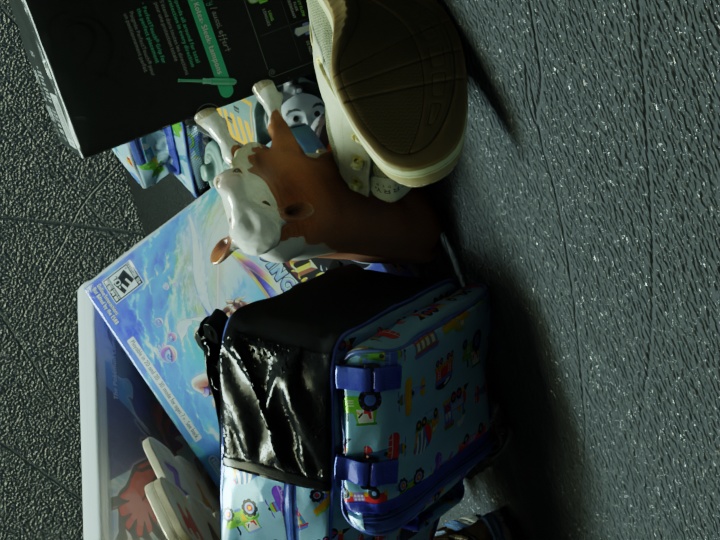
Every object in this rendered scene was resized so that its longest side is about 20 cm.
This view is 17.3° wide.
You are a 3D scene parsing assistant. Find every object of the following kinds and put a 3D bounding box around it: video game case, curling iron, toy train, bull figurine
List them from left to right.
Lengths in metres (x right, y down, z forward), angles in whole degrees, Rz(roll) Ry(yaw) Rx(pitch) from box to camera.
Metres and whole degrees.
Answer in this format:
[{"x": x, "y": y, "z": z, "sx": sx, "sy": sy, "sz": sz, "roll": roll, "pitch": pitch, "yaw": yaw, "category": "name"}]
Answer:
[{"x": -0.112, "y": 0.120, "z": 1.591, "sx": 0.182, "sy": 0.023, "sz": 0.201, "roll": 21, "pitch": -127, "yaw": -40, "category": "video game case"}, {"x": -0.070, "y": -0.102, "z": 1.753, "sx": 0.200, "sy": 0.085, "sz": 0.115, "roll": -145, "pitch": 44, "yaw": -64, "category": "toy train"}, {"x": -0.052, "y": 0.038, "z": 1.526, "sx": 0.200, "sy": 0.181, "sz": 0.045, "roll": 55, "pitch": -165, "yaw": 4, "category": "video game case"}, {"x": -0.032, "y": -0.051, "z": 1.417, "sx": 0.199, "sy": 0.065, "sz": 0.122, "roll": 11, "pitch": -130, "yaw": -48, "category": "bull figurine"}, {"x": 0.043, "y": 0.098, "z": 1.556, "sx": 0.026, "sy": 0.050, "sz": 0.200, "roll": 39, "pitch": 170, "yaw": -23, "category": "curling iron"}]

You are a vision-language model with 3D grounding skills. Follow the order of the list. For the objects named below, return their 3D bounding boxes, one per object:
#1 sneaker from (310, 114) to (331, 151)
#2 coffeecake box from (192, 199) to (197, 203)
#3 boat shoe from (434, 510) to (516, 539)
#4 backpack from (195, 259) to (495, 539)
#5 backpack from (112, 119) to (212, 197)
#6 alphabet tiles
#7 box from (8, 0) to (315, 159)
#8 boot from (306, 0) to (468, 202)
[{"x": 0.000, "y": 0.000, "z": 1.580, "sx": 0.078, "sy": 0.111, "sz": 0.201, "roll": -62, "pitch": -19, "yaw": -82, "category": "sneaker"}, {"x": -0.060, "y": 0.054, "z": 1.824, "sx": 0.153, "sy": 0.073, "sz": 0.200, "roll": 20, "pitch": -149, "yaw": -41, "category": "coffeecake box"}, {"x": 0.070, "y": 0.214, "z": 1.646, "sx": 0.200, "sy": 0.072, "sz": 0.073, "roll": 136, "pitch": 114, "yaw": -80, "category": "boat shoe"}, {"x": -0.005, "y": 0.110, "z": 1.401, "sx": 0.182, "sy": 0.134, "sz": 0.201, "roll": -22, "pitch": -64, "yaw": -58, "category": "backpack"}, {"x": -0.154, "y": -0.176, "z": 1.898, "sx": 0.201, "sy": 0.146, "sz": 0.183, "roll": 88, "pitch": 156, "yaw": -48, "category": "backpack"}, {"x": -0.070, "y": 0.195, "z": 1.477, "sx": 0.196, "sy": 0.015, "sz": 0.200, "roll": 61, "pitch": -172, "yaw": 30, "category": "alphabet tiles"}, {"x": -0.111, "y": -0.165, "z": 1.487, "sx": 0.149, "sy": 0.199, "sz": 0.125, "roll": -149, "pitch": 38, "yaw": -75, "category": "box"}, {"x": 0.017, "y": -0.088, "z": 1.313, "sx": 0.155, "sy": 0.072, "sz": 0.201, "roll": 81, "pitch": 171, "yaw": -50, "category": "boot"}]
